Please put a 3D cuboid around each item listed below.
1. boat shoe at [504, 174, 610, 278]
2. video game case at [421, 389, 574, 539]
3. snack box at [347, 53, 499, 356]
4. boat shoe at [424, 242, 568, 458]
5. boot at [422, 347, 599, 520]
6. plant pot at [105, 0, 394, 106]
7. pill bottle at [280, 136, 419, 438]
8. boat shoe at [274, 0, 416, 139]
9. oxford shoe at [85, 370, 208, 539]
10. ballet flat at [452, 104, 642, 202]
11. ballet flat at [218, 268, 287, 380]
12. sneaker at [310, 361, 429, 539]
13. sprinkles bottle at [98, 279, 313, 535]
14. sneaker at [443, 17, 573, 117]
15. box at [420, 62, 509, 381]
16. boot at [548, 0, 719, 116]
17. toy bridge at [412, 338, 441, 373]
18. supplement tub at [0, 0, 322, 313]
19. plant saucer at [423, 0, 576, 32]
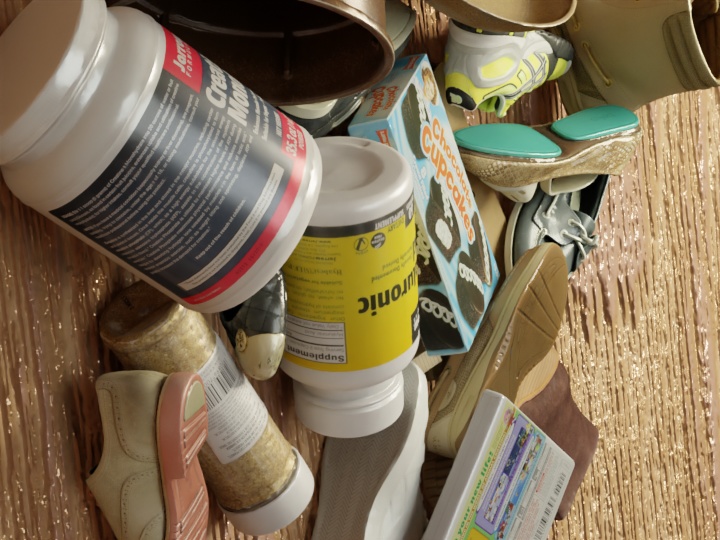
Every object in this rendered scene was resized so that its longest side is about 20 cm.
[{"bbox_3d":[0.169,-0.039,1.884,0.073,0.062,0.201,58,38,-40],"label":"boat shoe"},{"bbox_3d":[0.096,0.212,1.749,0.201,0.022,0.182,-67,151,-11],"label":"video game case"},{"bbox_3d":[0.051,-0.050,1.712,0.116,0.037,0.201,-62,137,-56],"label":"snack box"},{"bbox_3d":[0.102,0.058,1.779,0.200,0.064,0.071,-60,140,-26],"label":"boat shoe"},{"bbox_3d":[0.133,0.156,1.852,0.167,0.072,0.200,55,46,-35],"label":"boot"},{"bbox_3d":[-0.072,-0.238,1.501,0.200,0.200,0.199,24,64,-50],"label":"plant pot"},{"bbox_3d":[-0.013,0.015,1.613,0.111,0.111,0.201,-40,137,-45],"label":"pill bottle"},{"bbox_3d":[-0.022,-0.150,1.671,0.200,0.072,0.068,-50,166,-49],"label":"boat shoe"},{"bbox_3d":[-0.144,0.154,1.507,0.071,0.073,0.201,-56,152,-65],"label":"oxford shoe"},{"bbox_3d":[0.149,-0.088,1.830,0.199,0.070,0.066,-9,124,-33],"label":"ballet flat"},{"bbox_3d":[-0.096,-0.020,1.543,0.057,0.066,0.201,-5,73,-40],"label":"ballet flat"},{"bbox_3d":[0.025,0.173,1.720,0.115,0.073,0.201,27,78,-52],"label":"sneaker"},{"bbox_3d":[-0.103,0.094,1.547,0.068,0.068,0.200,-58,132,-34],"label":"sprinkles bottle"},{"bbox_3d":[0.111,-0.167,1.824,0.200,0.075,0.077,-3,113,-63],"label":"sneaker"},{"bbox_3d":[0.055,-0.038,1.790,0.164,0.021,0.201,-51,129,-40],"label":"box"},{"bbox_3d":[0.225,-0.231,1.889,0.073,0.155,0.201,-6,82,-47],"label":"boot"},{"bbox_3d":[0.000,0.000,1.700,0.067,0.027,0.201,-33,118,-23],"label":"toy bridge"},{"bbox_3d":[-0.136,-0.076,1.418,0.200,0.140,0.141,35,62,-29],"label":"supplement tub"},{"bbox_3d":[0.075,-0.246,1.732,0.200,0.035,0.201,25,35,-19],"label":"plant saucer"}]
